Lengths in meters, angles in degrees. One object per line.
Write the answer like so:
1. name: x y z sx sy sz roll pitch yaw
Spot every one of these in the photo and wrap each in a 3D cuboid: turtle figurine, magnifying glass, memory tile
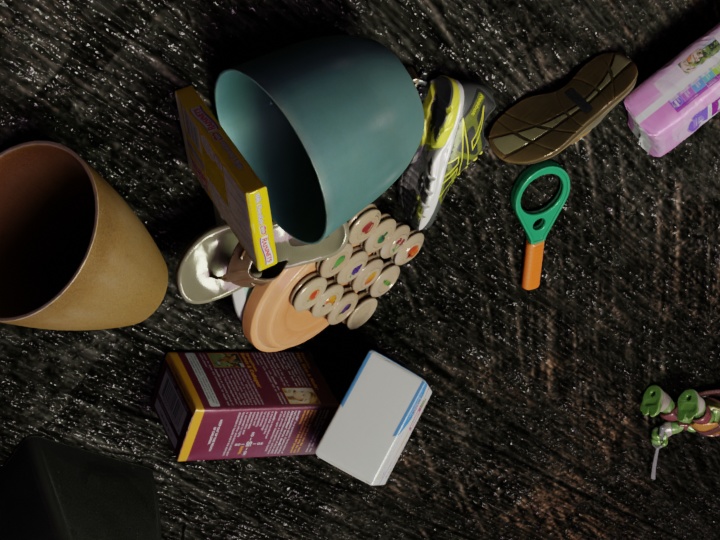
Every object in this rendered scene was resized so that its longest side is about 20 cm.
1. turtle figurine: 0.515 0.265 2.194 0.200 0.144 0.194 -48 131 9
2. magnifying glass: 0.228 -0.057 1.837 0.079 0.022 0.200 -16 131 -19
3. memory tile: 0.000 0.000 1.675 0.153 0.017 0.200 -51 157 7

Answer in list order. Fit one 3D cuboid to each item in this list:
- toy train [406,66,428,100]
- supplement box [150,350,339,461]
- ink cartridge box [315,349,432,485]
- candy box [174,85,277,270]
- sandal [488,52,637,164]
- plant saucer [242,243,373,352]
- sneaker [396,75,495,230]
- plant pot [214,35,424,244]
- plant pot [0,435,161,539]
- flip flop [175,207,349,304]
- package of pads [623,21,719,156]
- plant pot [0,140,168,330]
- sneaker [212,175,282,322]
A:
1. toy train: 0.015 -0.151 1.621 0.046 0.034 0.200 21 115 -27
2. supplement box: -0.141 0.164 1.740 0.199 0.110 0.086 2 126 -32
3. ink cartridge box: 0.021 0.189 1.781 0.145 0.084 0.200 -62 173 -5
4. candy box: -0.139 -0.097 1.452 0.026 0.200 0.102 -23 135 -15
5. sandal: 0.248 -0.187 1.706 0.200 0.080 0.054 -35 158 -6
6. plant saucer: -0.054 0.019 1.672 0.200 0.032 0.201 -37 155 -21
7. sneaker: 0.105 -0.132 1.657 0.084 0.075 0.200 -4 128 -28
8. plant pot: -0.031 -0.152 1.482 0.161 0.200 0.201 -31 138 -23
9. plant pot: -0.356 0.353 1.729 0.200 0.178 0.200 25 112 -43
10. flip flop: -0.106 -0.016 1.543 0.199 0.058 0.081 -16 113 -4
11. package of pads: 0.416 -0.230 1.732 0.200 0.076 0.120 -39 168 5
12. plant pot: -0.291 -0.011 1.470 0.186 0.187 0.200 -42 149 8
13. sneaker: -0.101 -0.028 1.621 0.118 0.074 0.201 -12 130 -13
